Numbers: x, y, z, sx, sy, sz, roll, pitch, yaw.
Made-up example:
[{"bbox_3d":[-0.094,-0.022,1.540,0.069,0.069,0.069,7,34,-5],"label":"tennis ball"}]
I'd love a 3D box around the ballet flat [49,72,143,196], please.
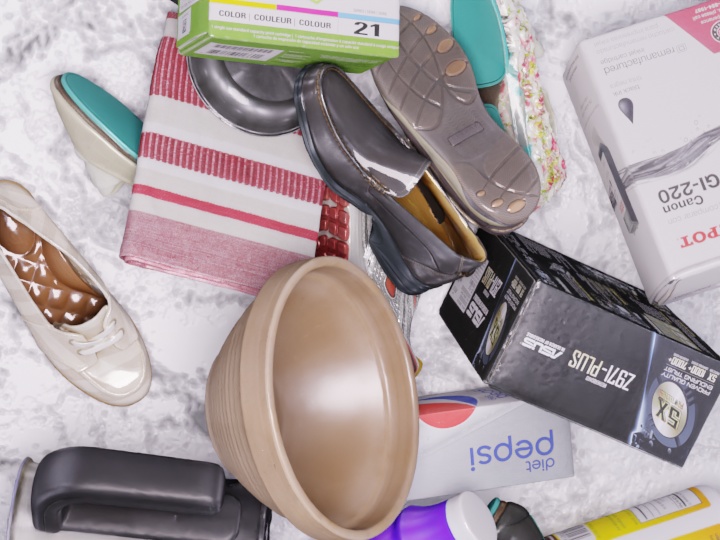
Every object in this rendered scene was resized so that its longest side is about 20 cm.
[{"bbox_3d":[-0.159,-0.068,1.560,0.200,0.069,0.070,34,91,-14],"label":"ballet flat"}]

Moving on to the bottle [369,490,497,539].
[{"bbox_3d":[0.011,0.229,1.583,0.200,0.084,0.065,-31,111,25],"label":"bottle"}]

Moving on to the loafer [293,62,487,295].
[{"bbox_3d":[0.024,-0.073,1.532,0.200,0.072,0.073,54,45,-25],"label":"loafer"}]

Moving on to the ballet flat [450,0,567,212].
[{"bbox_3d":[0.115,-0.142,1.604,0.064,0.076,0.201,-22,108,-38],"label":"ballet flat"}]

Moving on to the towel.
[{"bbox_3d":[-0.094,-0.082,1.541,0.144,0.023,0.201,15,68,-18],"label":"towel"}]

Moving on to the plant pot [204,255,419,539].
[{"bbox_3d":[-0.046,0.094,1.478,0.092,0.201,0.201,-9,103,30],"label":"plant pot"}]

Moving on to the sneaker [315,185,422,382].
[{"bbox_3d":[0.000,0.000,1.601,0.082,0.078,0.201,-10,96,-36],"label":"sneaker"}]

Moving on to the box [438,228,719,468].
[{"bbox_3d":[0.162,0.051,1.561,0.163,0.200,0.086,23,100,-14],"label":"box"}]

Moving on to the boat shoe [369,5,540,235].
[{"bbox_3d":[0.060,-0.106,1.572,0.074,0.073,0.200,-24,71,-18],"label":"boat shoe"}]

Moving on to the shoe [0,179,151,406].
[{"bbox_3d":[-0.224,0.023,1.562,0.070,0.053,0.200,-36,103,-4],"label":"shoe"}]

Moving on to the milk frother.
[{"bbox_3d":[-0.157,0.154,1.565,0.187,0.200,0.181,5,128,0],"label":"milk frother"}]

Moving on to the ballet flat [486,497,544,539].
[{"bbox_3d":[0.070,0.266,1.606,0.068,0.068,0.200,41,98,-2],"label":"ballet flat"}]

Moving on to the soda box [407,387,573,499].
[{"bbox_3d":[0.060,0.134,1.619,0.199,0.063,0.068,-7,99,-10],"label":"soda box"}]

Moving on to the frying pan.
[{"bbox_3d":[-0.092,-0.188,1.552,0.115,0.031,0.190,-29,88,-29],"label":"frying pan"}]

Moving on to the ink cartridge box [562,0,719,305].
[{"bbox_3d":[0.257,-0.092,1.584,0.145,0.085,0.201,-18,78,-8],"label":"ink cartridge box"}]

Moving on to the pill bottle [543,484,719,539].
[{"bbox_3d":[0.237,0.237,1.652,0.199,0.109,0.110,-17,101,-7],"label":"pill bottle"}]

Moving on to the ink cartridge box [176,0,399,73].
[{"bbox_3d":[-0.050,-0.252,1.510,0.147,0.076,0.201,4,84,-22],"label":"ink cartridge box"}]
